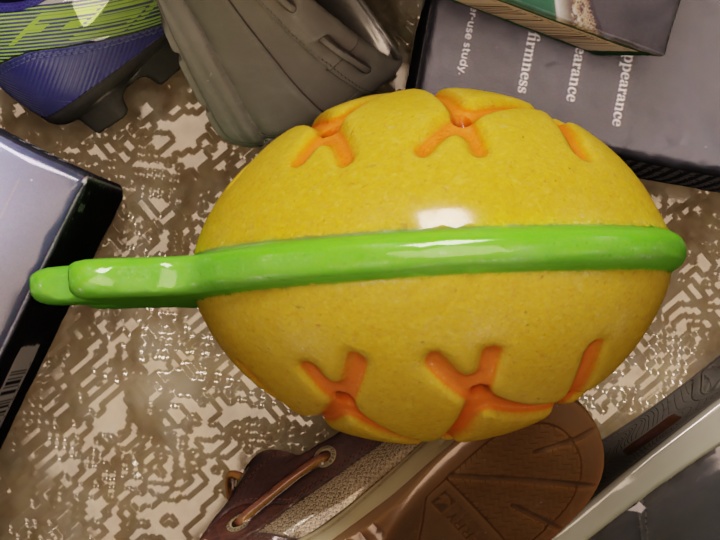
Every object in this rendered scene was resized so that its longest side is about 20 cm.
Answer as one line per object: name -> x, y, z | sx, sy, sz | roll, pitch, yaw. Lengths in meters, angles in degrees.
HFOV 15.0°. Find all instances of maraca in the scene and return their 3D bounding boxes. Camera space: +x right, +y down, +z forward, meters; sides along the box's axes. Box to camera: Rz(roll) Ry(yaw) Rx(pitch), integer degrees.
maraca -> 0.000, 0.000, 0.837 | 0.199, 0.137, 0.108 | -3, 83, 15

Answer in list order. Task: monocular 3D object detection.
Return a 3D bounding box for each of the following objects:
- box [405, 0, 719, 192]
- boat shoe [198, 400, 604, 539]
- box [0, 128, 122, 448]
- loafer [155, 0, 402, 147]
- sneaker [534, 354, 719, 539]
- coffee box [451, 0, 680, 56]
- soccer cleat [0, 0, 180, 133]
box -> 0.123, -0.101, 0.916 | 0.199, 0.104, 0.149 | 12, 89, -1
boat shoe -> -0.015, 0.093, 0.904 | 0.200, 0.072, 0.072 | -38, 123, 3
box -> -0.214, 0.017, 0.907 | 0.198, 0.123, 0.201 | 26, 89, 1
loafer -> -0.046, -0.123, 0.852 | 0.069, 0.200, 0.070 | -20, 45, 10
sneaker -> 0.121, 0.101, 0.931 | 0.200, 0.075, 0.106 | -36, 97, 4
coffee box -> 0.018, -0.147, 0.803 | 0.199, 0.044, 0.124 | 18, 90, -26
soccer cleat -> -0.055, -0.136, 0.931 | 0.200, 0.065, 0.084 | -44, 106, 2
